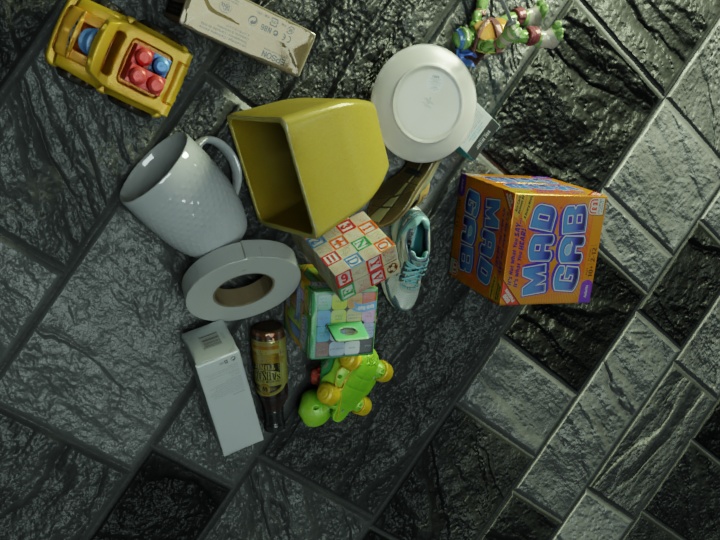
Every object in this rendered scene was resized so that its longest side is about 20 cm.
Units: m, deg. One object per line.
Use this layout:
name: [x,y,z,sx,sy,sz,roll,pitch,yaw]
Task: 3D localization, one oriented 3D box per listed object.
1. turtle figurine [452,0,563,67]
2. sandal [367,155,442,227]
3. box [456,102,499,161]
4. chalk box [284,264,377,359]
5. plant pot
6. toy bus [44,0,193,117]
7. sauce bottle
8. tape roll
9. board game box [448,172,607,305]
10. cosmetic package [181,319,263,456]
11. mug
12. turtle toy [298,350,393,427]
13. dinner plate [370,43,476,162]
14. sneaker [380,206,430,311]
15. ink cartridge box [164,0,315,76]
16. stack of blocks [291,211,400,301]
turtle figurine: [0.260,-0.453,1.453,0.191,0.144,0.203,-8,112,-24]
sandal: [0.095,-0.154,1.516,0.201,0.080,0.054,-52,137,-6]
box: [0.156,-0.293,1.507,0.199,0.049,0.083,38,89,-27]
chalk box: [-0.047,0.073,1.445,0.123,0.200,0.126,-2,106,-22]
plant pot: [-0.069,-0.191,1.372,0.199,0.194,0.197,-28,115,-29]
toy bus: [-0.346,-0.307,1.212,0.198,0.192,0.137,24,97,-25]
sauce bottle: [-0.160,0.195,1.509,0.065,0.066,0.203,-10,107,-20]
tape roll: [-0.197,0.019,1.388,0.200,0.037,0.204,-16,152,-9]
board game box: [0.305,-0.062,1.555,0.197,0.200,0.203,-1,106,-23]
cosmetic package: [-0.237,0.202,1.437,0.080,0.113,0.203,-19,120,-16]
mug: [-0.259,-0.126,1.341,0.175,0.146,0.202,47,55,-32]
turtle toy: [-0.040,0.208,1.542,0.145,0.101,0.201,29,95,-51]
dinner plate: [0.114,-0.288,1.446,0.197,0.024,0.204,-4,102,-17]
sneaker: [0.088,-0.016,1.540,0.076,0.086,0.203,-3,106,-21]
ink cartridge box: [-0.187,-0.375,1.272,0.198,0.165,0.076,19,100,-26]
stack of blocks: [-0.032,-0.047,1.412,0.114,0.200,0.059,-27,133,-15]
